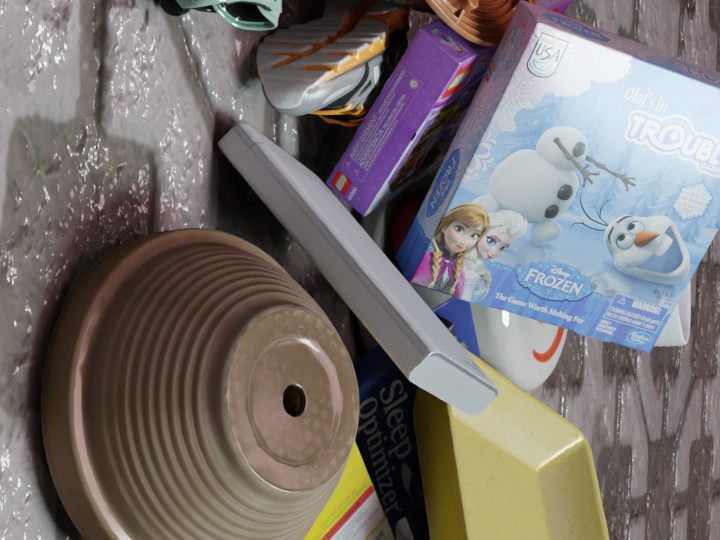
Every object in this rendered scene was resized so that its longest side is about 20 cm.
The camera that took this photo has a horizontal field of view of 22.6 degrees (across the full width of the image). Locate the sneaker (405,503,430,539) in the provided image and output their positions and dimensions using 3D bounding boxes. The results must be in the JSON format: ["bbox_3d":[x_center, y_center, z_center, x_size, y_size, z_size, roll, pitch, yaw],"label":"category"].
[{"bbox_3d":[0.060,0.163,1.308,0.091,0.066,0.201,94,-19,-53],"label":"sneaker"}]

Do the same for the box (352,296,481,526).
[{"bbox_3d":[0.017,0.112,1.224,0.199,0.032,0.122,-33,127,-27],"label":"box"}]

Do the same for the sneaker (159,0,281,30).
[{"bbox_3d":[-0.060,-0.206,1.081,0.200,0.073,0.119,-26,112,-57],"label":"sneaker"}]

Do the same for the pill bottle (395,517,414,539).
[{"bbox_3d":[0.081,0.287,1.407,0.116,0.115,0.202,-38,127,-61],"label":"pill bottle"}]

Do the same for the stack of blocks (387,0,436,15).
[{"bbox_3d":[0.033,-0.284,1.243,0.115,0.058,0.202,-11,84,-71],"label":"stack of blocks"}]

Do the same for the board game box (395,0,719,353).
[{"bbox_3d":[0.153,-0.057,1.219,0.200,0.199,0.043,-65,-155,22],"label":"board game box"}]

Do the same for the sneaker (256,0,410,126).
[{"bbox_3d":[-0.010,-0.130,1.209,0.200,0.078,0.078,-41,134,-61],"label":"sneaker"}]

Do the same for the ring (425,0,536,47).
[{"bbox_3d":[0.066,-0.244,1.178,0.200,0.019,0.202,28,53,-46],"label":"ring"}]

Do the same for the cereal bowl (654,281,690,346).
[{"bbox_3d":[0.204,-0.041,1.388,0.200,0.083,0.202,-4,90,-75],"label":"cereal bowl"}]

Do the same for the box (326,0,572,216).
[{"bbox_3d":[0.066,-0.128,1.260,0.200,0.039,0.137,-36,163,-55],"label":"box"}]

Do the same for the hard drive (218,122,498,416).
[{"bbox_3d":[0.000,0.000,1.129,0.027,0.200,0.132,-42,155,6],"label":"hard drive"}]

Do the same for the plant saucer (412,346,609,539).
[{"bbox_3d":[0.100,0.169,1.204,0.200,0.048,0.201,36,37,-44],"label":"plant saucer"}]

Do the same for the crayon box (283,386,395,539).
[{"bbox_3d":[-0.051,0.141,1.099,0.127,0.051,0.201,-42,121,-42],"label":"crayon box"}]

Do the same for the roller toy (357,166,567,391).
[{"bbox_3d":[0.086,0.001,1.365,0.200,0.139,0.184,-45,132,-58],"label":"roller toy"}]

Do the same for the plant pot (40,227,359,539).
[{"bbox_3d":[-0.067,0.073,0.979,0.200,0.092,0.203,8,78,-44],"label":"plant pot"}]
